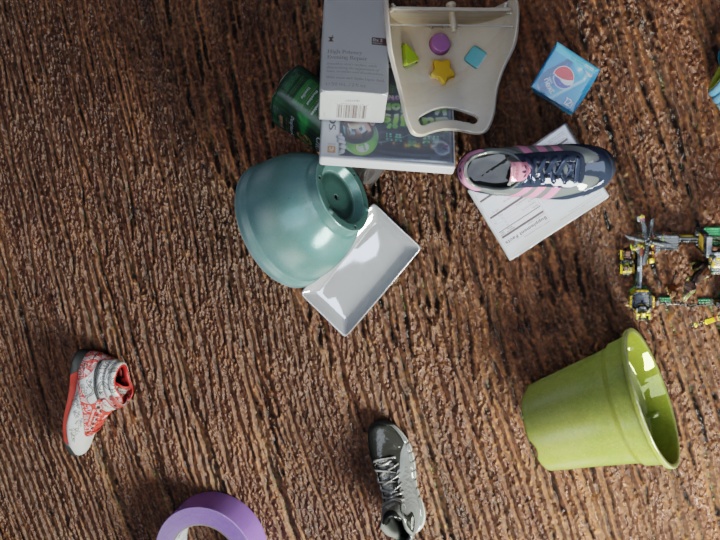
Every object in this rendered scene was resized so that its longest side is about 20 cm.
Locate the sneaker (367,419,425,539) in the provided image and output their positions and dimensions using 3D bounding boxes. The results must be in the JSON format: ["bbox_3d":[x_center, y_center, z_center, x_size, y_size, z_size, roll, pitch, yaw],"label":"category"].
[{"bbox_3d":[0.054,0.353,1.318,0.074,0.115,0.204,-18,95,17],"label":"sneaker"}]

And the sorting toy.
[{"bbox_3d":[0.122,-0.285,1.156,0.195,0.107,0.185,-2,88,-10],"label":"sorting toy"}]

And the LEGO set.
[{"bbox_3d":[0.467,0.006,1.144,0.195,0.116,0.158,8,102,13],"label":"LEGO set"}]

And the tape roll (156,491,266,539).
[{"bbox_3d":[-0.268,0.508,1.459,0.195,0.066,0.205,3,101,14],"label":"tape roll"}]

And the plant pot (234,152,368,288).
[{"bbox_3d":[-0.071,-0.092,1.212,0.132,0.199,0.204,-22,94,34],"label":"plant pot"}]

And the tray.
[{"bbox_3d":[0.000,0.000,1.319,0.107,0.022,0.201,41,107,4],"label":"tray"}]

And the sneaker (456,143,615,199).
[{"bbox_3d":[0.214,-0.119,0.998,0.195,0.082,0.072,-2,98,16],"label":"sneaker"}]

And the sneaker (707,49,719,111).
[{"bbox_3d":[0.562,-0.279,1.090,0.199,0.080,0.131,-41,89,17],"label":"sneaker"}]

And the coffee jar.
[{"bbox_3d":[-0.040,-0.220,1.245,0.198,0.105,0.086,34,73,7],"label":"coffee jar"}]

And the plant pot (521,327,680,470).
[{"bbox_3d":[0.344,0.210,1.190,0.181,0.200,0.204,-22,94,28],"label":"plant pot"}]

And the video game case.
[{"bbox_3d":[0.040,-0.231,1.186,0.195,0.023,0.186,4,65,-4],"label":"video game case"}]

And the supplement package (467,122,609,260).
[{"bbox_3d":[0.252,-0.116,1.137,0.154,0.200,0.112,-34,90,18],"label":"supplement package"}]

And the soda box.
[{"bbox_3d":[0.278,-0.258,1.105,0.067,0.200,0.065,33,106,6],"label":"soda box"}]

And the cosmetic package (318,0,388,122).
[{"bbox_3d":[-0.009,-0.317,1.171,0.099,0.074,0.205,2,66,-5],"label":"cosmetic package"}]

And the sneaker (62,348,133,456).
[{"bbox_3d":[-0.474,0.251,1.467,0.105,0.067,0.207,11,100,15],"label":"sneaker"}]
